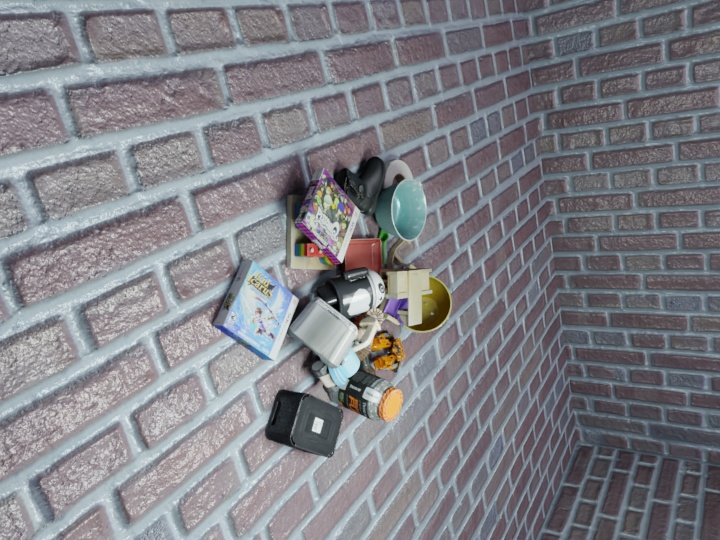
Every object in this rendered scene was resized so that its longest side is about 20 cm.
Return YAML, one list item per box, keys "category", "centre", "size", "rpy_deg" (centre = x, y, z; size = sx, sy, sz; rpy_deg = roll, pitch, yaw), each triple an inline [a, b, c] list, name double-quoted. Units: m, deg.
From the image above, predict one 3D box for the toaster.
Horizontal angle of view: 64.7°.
- category: "toaster"
  centre: [-0.101, 0.160, 1.521]
  size: [0.129, 0.200, 0.114]
  rpy_deg: [-53, 170, -5]

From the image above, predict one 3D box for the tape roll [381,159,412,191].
- category: "tape roll"
  centre: [0.124, -0.282, 1.969]
  size: [0.203, 0.037, 0.203]
  rpy_deg: [1, 89, -54]

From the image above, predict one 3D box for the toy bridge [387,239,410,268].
- category: "toy bridge"
  centre: [0.125, -0.043, 1.976]
  size: [0.067, 0.027, 0.200]
  rpy_deg: [44, 56, -44]

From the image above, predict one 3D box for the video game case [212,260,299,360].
- category: "video game case"
  centre: [-0.256, 0.103, 1.430]
  size: [0.200, 0.045, 0.182]
  rpy_deg: [46, 53, -44]

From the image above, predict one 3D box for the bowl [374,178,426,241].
- category: "bowl"
  centre: [0.119, -0.197, 1.846]
  size: [0.201, 0.105, 0.201]
  rpy_deg: [-8, 101, -51]

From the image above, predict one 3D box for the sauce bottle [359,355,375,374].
- category: "sauce bottle"
  centre: [0.023, 0.351, 1.800]
  size: [0.065, 0.065, 0.201]
  rpy_deg: [-27, 112, -51]

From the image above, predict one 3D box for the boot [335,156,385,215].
- category: "boot"
  centre: [-0.002, -0.284, 1.758]
  size: [0.168, 0.076, 0.201]
  rpy_deg: [24, 76, -56]

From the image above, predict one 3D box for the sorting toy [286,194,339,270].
- category: "sorting toy"
  centre: [-0.116, -0.104, 1.605]
  size: [0.199, 0.069, 0.201]
  rpy_deg: [2, 88, -54]

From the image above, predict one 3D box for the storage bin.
- category: "storage bin"
  centre: [-0.146, 0.416, 1.540]
  size: [0.200, 0.094, 0.136]
  rpy_deg: [40, 58, -48]

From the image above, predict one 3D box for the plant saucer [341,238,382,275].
- category: "plant saucer"
  centre: [0.000, 0.000, 1.795]
  size: [0.200, 0.037, 0.200]
  rpy_deg: [-6, 95, -55]

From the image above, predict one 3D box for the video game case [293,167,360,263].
- category: "video game case"
  centre: [-0.087, -0.147, 1.555]
  size: [0.200, 0.036, 0.182]
  rpy_deg: [47, 52, -44]

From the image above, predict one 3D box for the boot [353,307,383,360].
- category: "boot"
  centre: [-0.002, 0.198, 1.758]
  size: [0.075, 0.107, 0.200]
  rpy_deg: [30, 91, -18]

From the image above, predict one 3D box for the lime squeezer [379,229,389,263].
- category: "lime squeezer"
  centre: [0.086, -0.112, 1.913]
  size: [0.200, 0.038, 0.071]
  rpy_deg: [-69, 157, -44]

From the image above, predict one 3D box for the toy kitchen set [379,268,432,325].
- category: "toy kitchen set"
  centre: [0.100, 0.079, 1.751]
  size: [0.200, 0.180, 0.164]
  rpy_deg: [-4, 93, -54]

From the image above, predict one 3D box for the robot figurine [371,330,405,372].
- category: "robot figurine"
  centre: [0.092, 0.268, 1.871]
  size: [0.200, 0.058, 0.145]
  rpy_deg: [4, 69, -63]

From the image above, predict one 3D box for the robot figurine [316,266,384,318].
- category: "robot figurine"
  centre: [-0.026, 0.068, 1.644]
  size: [0.200, 0.150, 0.125]
  rpy_deg: [-14, 83, -23]

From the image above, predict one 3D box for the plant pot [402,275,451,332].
- category: "plant pot"
  centre: [0.224, 0.130, 2.000]
  size: [0.142, 0.199, 0.201]
  rpy_deg: [52, 46, -71]

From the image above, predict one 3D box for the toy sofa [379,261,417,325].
- category: "toy sofa"
  centre: [0.137, 0.077, 1.899]
  size: [0.083, 0.097, 0.200]
  rpy_deg: [35, 76, -49]

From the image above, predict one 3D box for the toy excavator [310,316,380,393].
- category: "toy excavator"
  centre: [-0.032, 0.234, 1.630]
  size: [0.195, 0.200, 0.100]
  rpy_deg: [-95, 162, -56]

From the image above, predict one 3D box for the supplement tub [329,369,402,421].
- category: "supplement tub"
  centre: [0.016, 0.362, 1.662]
  size: [0.122, 0.200, 0.123]
  rpy_deg: [-20, 116, -47]
